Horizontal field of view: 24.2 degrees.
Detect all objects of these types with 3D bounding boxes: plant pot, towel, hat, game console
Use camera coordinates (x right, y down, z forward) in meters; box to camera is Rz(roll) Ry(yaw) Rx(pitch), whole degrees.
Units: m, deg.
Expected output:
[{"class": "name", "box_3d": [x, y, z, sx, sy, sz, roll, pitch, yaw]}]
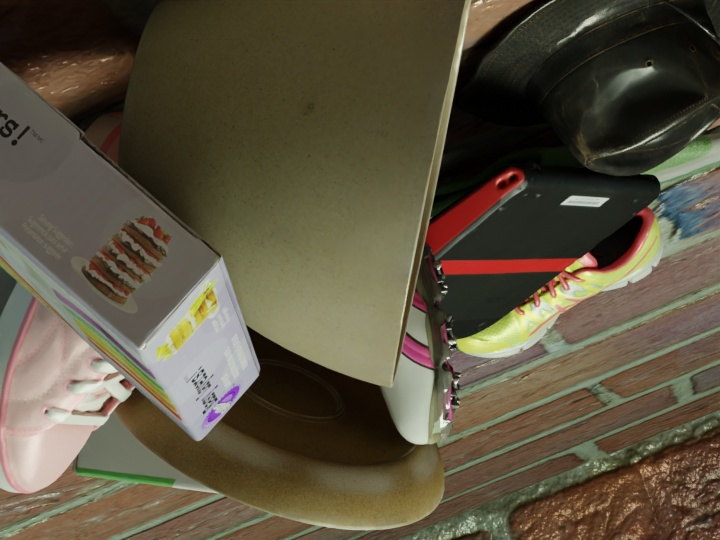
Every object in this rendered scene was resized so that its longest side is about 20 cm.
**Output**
[{"class": "plant pot", "box_3d": [-0.042, 0.074, 0.924, 0.199, 0.200, 0.028, -2, 121, -48]}, {"class": "towel", "box_3d": [0.154, -0.072, 1.134, 0.199, 0.031, 0.149, -7, 172, -34]}, {"class": "hat", "box_3d": [0.158, -0.102, 0.981, 0.199, 0.081, 0.201, -19, 165, -5]}, {"class": "plant pot", "box_3d": [-0.031, -0.060, 0.739, 0.133, 0.202, 0.200, 11, 164, 3]}, {"class": "game console", "box_3d": [0.078, -0.011, 1.034, 0.177, 0.031, 0.200, -40, 160, 27]}]

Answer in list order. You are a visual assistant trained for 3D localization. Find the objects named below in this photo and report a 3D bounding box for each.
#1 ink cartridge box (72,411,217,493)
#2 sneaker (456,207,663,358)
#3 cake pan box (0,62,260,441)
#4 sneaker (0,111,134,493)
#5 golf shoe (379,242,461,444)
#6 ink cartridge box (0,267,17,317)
[{"class": "ink cartridge box", "box_3d": [-0.075, 0.102, 1.124, 0.145, 0.085, 0.200, 3, 176, 24]}, {"class": "sneaker", "box_3d": [0.152, -0.002, 1.334, 0.199, 0.078, 0.090, -31, 165, -7]}, {"class": "cake pan box", "box_3d": [-0.132, -0.025, 0.690, 0.052, 0.200, 0.184, -47, 170, -13]}, {"class": "sneaker", "box_3d": [-0.115, 0.030, 0.833, 0.104, 0.201, 0.075, 22, -177, 22]}, {"class": "golf shoe", "box_3d": [0.000, 0.000, 0.911, 0.091, 0.201, 0.073, -15, 177, 2]}, {"class": "ink cartridge box", "box_3d": [-0.247, 0.034, 0.875, 0.199, 0.043, 0.197, -21, 143, -3]}]
